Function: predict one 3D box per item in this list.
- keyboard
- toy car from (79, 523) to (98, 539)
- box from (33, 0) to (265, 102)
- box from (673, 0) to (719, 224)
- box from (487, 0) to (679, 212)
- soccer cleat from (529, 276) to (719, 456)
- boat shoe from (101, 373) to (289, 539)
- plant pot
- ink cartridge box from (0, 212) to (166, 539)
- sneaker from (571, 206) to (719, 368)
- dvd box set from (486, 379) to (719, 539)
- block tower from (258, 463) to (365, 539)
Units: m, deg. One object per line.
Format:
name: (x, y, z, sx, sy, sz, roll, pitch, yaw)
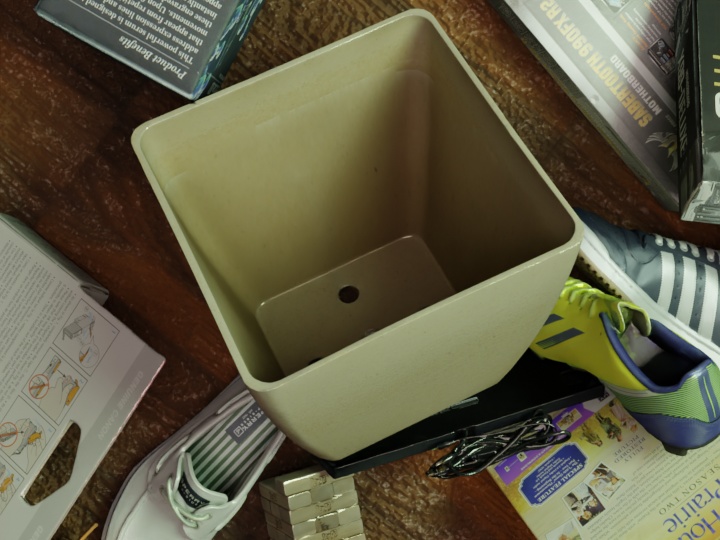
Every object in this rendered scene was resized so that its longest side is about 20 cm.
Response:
keyboard: (0.066, 0.105, 0.872, 0.198, 0.104, 0.040, -17, 125, -4)
toy car: (-0.226, 0.258, 0.842, 0.183, 0.177, 0.202, 23, 82, -3)
box: (-0.100, -0.216, 0.802, 0.106, 0.148, 0.201, 29, 94, -5)
box: (0.296, -0.098, 0.796, 0.197, 0.050, 0.159, 8, 63, -2)
box: (0.209, -0.165, 0.874, 0.158, 0.048, 0.200, -43, 95, 2)
soccer cleat: (0.159, 0.037, 0.828, 0.064, 0.200, 0.084, -31, 132, -17)
boat shoe: (-0.113, 0.140, 0.878, 0.073, 0.067, 0.201, 36, 93, -6)
plant pot: (0.000, 0.000, 0.787, 0.198, 0.178, 0.201, -24, 56, -10)
ink cartridge box: (-0.230, 0.092, 0.842, 0.176, 0.045, 0.201, 36, 94, 21)
sneaker: (0.229, -0.004, 0.880, 0.199, 0.070, 0.109, 39, 95, -11)
dvd box set: (0.172, 0.132, 0.833, 0.146, 0.200, 0.029, -40, 126, 1)
block tower: (-0.022, 0.232, 0.891, 0.053, 0.058, 0.202, -13, 98, -25)
